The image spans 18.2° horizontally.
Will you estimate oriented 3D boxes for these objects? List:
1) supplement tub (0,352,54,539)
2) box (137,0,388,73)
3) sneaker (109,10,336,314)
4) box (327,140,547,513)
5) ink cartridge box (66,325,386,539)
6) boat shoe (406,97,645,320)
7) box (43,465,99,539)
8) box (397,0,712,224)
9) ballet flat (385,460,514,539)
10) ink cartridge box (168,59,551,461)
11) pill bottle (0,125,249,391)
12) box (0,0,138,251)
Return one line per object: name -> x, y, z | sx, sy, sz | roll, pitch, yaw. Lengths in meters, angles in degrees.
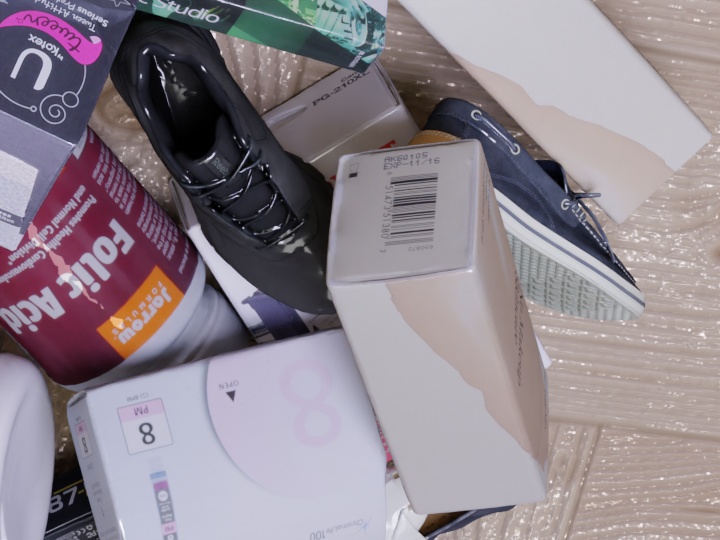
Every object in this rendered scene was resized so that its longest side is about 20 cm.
supplement tub -> -0.283, 0.111, 1.264 | 0.198, 0.145, 0.146 | 5, 115, 6
box -> -0.078, -0.197, 1.192 | 0.199, 0.145, 0.036 | 13, 152, -18
sneaker -> -0.069, -0.050, 1.199 | 0.076, 0.091, 0.200 | -38, 107, 5
box -> 0.045, 0.034, 1.205 | 0.077, 0.095, 0.201 | -7, 139, 13
ink cartridge box -> -0.057, 0.145, 1.232 | 0.161, 0.057, 0.201 | -13, 79, -25
boat shoe -> 0.099, -0.030, 1.271 | 0.200, 0.074, 0.063 | 36, 64, -35
box -> -0.125, 0.177, 1.384 | 0.199, 0.049, 0.162 | -26, 130, 1
box -> 0.101, -0.130, 1.284 | 0.078, 0.095, 0.200 | -43, 115, 8
ballet flat -> 0.034, 0.135, 1.370 | 0.199, 0.073, 0.074 | -20, 122, -36
ink cartridge box -> 0.000, 0.000, 1.326 | 0.144, 0.084, 0.201 | -31, 117, 3
pill bottle -> -0.160, -0.004, 1.272 | 0.114, 0.114, 0.200 | -38, 117, 7
box -> -0.227, -0.116, 1.110 | 0.199, 0.115, 0.132 | 26, 149, -10
